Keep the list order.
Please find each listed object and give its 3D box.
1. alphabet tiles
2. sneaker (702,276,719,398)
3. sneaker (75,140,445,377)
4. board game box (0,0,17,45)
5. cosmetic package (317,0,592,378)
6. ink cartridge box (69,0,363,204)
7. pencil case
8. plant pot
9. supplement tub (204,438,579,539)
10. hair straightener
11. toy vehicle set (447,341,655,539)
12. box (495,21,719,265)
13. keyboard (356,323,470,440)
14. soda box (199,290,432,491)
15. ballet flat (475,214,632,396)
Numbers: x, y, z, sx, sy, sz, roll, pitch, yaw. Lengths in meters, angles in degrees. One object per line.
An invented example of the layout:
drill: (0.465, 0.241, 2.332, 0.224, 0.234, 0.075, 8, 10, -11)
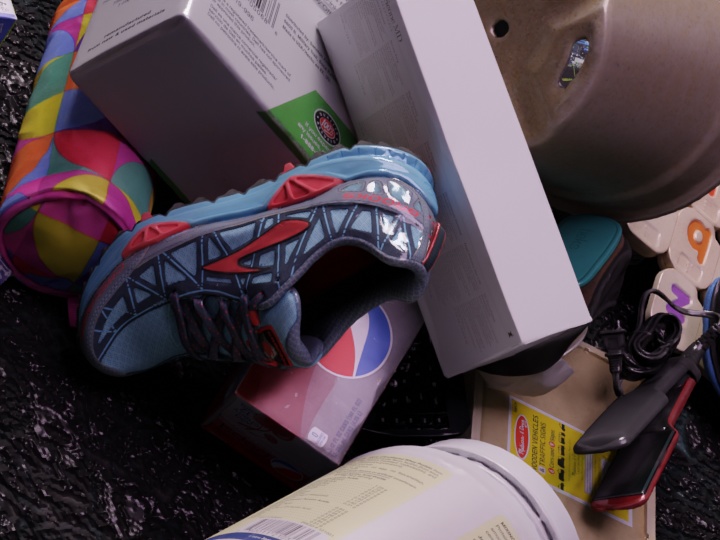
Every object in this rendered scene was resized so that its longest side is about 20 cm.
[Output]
alphabet tiles: (0.239, -0.009, 1.696, 0.200, 0.015, 0.196, 38, 53, -25)
sneaker: (0.275, 0.086, 1.615, 0.071, 0.083, 0.200, -12, 69, -49)
sneaker: (-0.053, 0.010, 1.325, 0.079, 0.200, 0.096, 51, 19, -43)
board game box: (-0.249, -0.162, 1.385, 0.045, 0.134, 0.200, 6, 49, -37)
cosmetic package: (0.048, -0.053, 1.373, 0.051, 0.083, 0.200, -17, 85, -28)
ink cartridge box: (-0.060, -0.132, 1.432, 0.147, 0.083, 0.200, 48, 35, -28)
pencil case: (-0.142, -0.068, 1.429, 0.088, 0.088, 0.200, 27, 41, -17)
plant pot: (0.112, -0.130, 1.509, 0.200, 0.200, 0.183, 55, 22, 18)
supplement tub: (0.003, 0.167, 1.261, 0.145, 0.145, 0.200, 50, 38, 13)
hair straightener: (0.167, 0.059, 1.529, 0.200, 0.041, 0.077, -44, 119, -53)
toy vehicle set: (0.108, 0.111, 1.506, 0.124, 0.027, 0.200, 27, 39, -17)
box: (0.186, -0.098, 1.749, 0.200, 0.048, 0.193, -3, 61, -42)
keyboard: (0.000, 0.000, 1.480, 0.104, 0.040, 0.200, -3, 59, -12)
soda box: (-0.002, 0.015, 1.416, 0.070, 0.063, 0.200, 35, 62, -6)
ballet flat: (0.102, 0.030, 1.499, 0.068, 0.068, 0.200, 16, 25, 25)
